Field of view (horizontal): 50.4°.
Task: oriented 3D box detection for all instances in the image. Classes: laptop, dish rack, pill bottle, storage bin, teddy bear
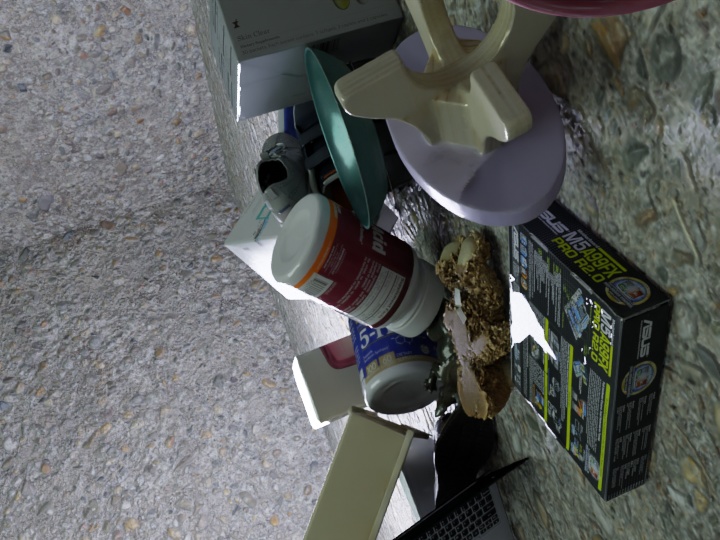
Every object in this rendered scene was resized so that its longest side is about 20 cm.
[{"bbox_3d":[0.129,0.339,0.941,0.115,0.184,0.204,20,134,62],"label":"laptop"},{"bbox_3d":[0.022,-0.167,0.944,0.200,0.053,0.157,158,94,-88],"label":"dish rack"},{"bbox_3d":[0.000,0.000,0.929,0.114,0.197,0.116,-40,35,37],"label":"pill bottle"},{"bbox_3d":[0.012,0.299,1.024,0.199,0.092,0.204,44,-115,-71],"label":"storage bin"},{"bbox_3d":[0.044,0.088,1.086,0.121,0.116,0.203,88,170,-52],"label":"pill bottle"},{"bbox_3d":[0.133,0.055,0.832,0.145,0.065,0.205,128,130,-65],"label":"teddy bear"}]

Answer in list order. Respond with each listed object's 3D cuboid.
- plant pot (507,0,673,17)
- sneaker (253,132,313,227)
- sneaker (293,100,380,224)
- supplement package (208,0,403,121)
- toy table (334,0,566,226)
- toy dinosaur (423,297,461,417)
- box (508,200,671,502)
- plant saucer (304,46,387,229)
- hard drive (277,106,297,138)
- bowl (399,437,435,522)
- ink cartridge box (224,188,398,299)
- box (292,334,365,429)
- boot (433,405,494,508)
[{"bbox_3d":[0.094,-0.241,0.305,0.202,0.194,0.182,89,174,-53],"label":"plant pot"},{"bbox_3d":[-0.103,-0.136,1.010,0.082,0.074,0.202,48,-168,-37],"label":"sneaker"},{"bbox_3d":[-0.036,-0.147,0.987,0.203,0.077,0.079,64,-163,7],"label":"sneaker"},{"bbox_3d":[-0.070,-0.283,0.902,0.156,0.196,0.113,125,124,-73],"label":"supplement package"},{"bbox_3d":[0.074,-0.141,0.566,0.201,0.183,0.118,49,174,30],"label":"toy table"},{"bbox_3d":[0.114,0.091,0.956,0.103,0.075,0.205,120,153,-59],"label":"toy dinosaur"},{"bbox_3d":[0.182,0.065,0.644,0.161,0.043,0.204,-125,20,-52],"label":"box"},{"bbox_3d":[-0.011,-0.147,0.829,0.200,0.035,0.204,158,91,-84],"label":"plant saucer"},{"bbox_3d":[-0.066,-0.240,1.112,0.025,0.132,0.201,43,160,13],"label":"hard drive"},{"bbox_3d":[0.112,0.334,1.199,0.201,0.089,0.205,157,91,-84],"label":"bowl"},{"bbox_3d":[-0.075,-0.057,1.131,0.146,0.148,0.198,41,158,-26],"label":"ink cartridge box"},{"bbox_3d":[0.000,0.161,1.223,0.128,0.196,0.111,118,131,-72],"label":"box"},{"bbox_3d":[0.129,0.222,1.063,0.140,0.075,0.204,-90,9,-56],"label":"boot"}]
